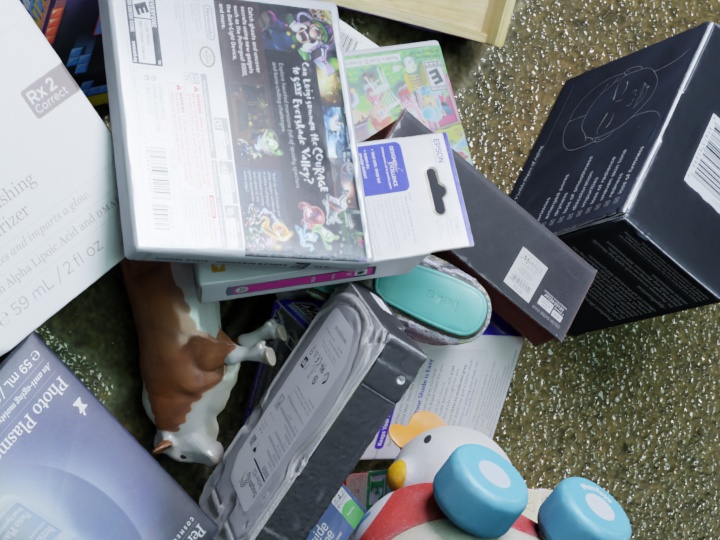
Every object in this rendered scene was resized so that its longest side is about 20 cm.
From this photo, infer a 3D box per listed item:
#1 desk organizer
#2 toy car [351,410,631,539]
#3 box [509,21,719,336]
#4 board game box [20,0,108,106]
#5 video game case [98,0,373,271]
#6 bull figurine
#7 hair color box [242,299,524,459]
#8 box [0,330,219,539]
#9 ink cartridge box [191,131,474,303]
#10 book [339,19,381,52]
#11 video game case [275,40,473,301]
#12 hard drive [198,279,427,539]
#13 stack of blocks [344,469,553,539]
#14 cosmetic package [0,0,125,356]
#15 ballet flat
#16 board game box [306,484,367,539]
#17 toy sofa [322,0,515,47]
[{"bbox_3d":[0.074,-0.024,1.562,0.200,0.077,0.072,39,61,-14],"label":"desk organizer"},{"bbox_3d":[0.056,0.168,1.431,0.176,0.185,0.201,20,29,-31],"label":"toy car"},{"bbox_3d":[0.230,-0.071,1.683,0.124,0.196,0.201,38,63,-22],"label":"box"},{"bbox_3d":[-0.154,-0.198,1.483,0.199,0.166,0.057,-17,62,-33],"label":"board game box"},{"bbox_3d":[-0.085,-0.099,1.401,0.180,0.023,0.202,3,68,-29],"label":"video game case"},{"bbox_3d":[-0.120,0.041,1.498,0.065,0.121,0.202,2,70,-69],"label":"bull figurine"},{"bbox_3d":[0.018,0.084,1.573,0.198,0.065,0.110,2,114,-35],"label":"hair color box"},{"bbox_3d":[-0.238,0.182,1.389,0.199,0.123,0.200,48,61,-17],"label":"box"},{"bbox_3d":[-0.026,-0.039,1.452,0.198,0.037,0.096,-9,66,-8],"label":"ink cartridge box"},{"bbox_3d":[-0.025,-0.093,1.619,0.133,0.048,0.201,32,65,-21],"label":"book"},{"bbox_3d":[0.001,-0.081,1.595,0.199,0.022,0.184,-10,81,-32],"label":"video game case"},{"bbox_3d":[-0.038,0.111,1.425,0.038,0.140,0.201,30,99,-20],"label":"hard drive"},{"bbox_3d":[0.070,0.196,1.583,0.198,0.115,0.059,11,76,-31],"label":"stack of blocks"},{"bbox_3d":[-0.272,-0.056,1.383,0.165,0.165,0.201,-42,103,-32],"label":"cosmetic package"},{"bbox_3d":[0.000,0.000,1.515,0.199,0.072,0.072,27,67,-6],"label":"ballet flat"},{"bbox_3d":[-0.096,0.234,1.458,0.035,0.135,0.200,50,59,-22],"label":"board game box"},{"bbox_3d":[0.026,-0.245,1.666,0.198,0.097,0.084,9,99,-31],"label":"toy sofa"}]
